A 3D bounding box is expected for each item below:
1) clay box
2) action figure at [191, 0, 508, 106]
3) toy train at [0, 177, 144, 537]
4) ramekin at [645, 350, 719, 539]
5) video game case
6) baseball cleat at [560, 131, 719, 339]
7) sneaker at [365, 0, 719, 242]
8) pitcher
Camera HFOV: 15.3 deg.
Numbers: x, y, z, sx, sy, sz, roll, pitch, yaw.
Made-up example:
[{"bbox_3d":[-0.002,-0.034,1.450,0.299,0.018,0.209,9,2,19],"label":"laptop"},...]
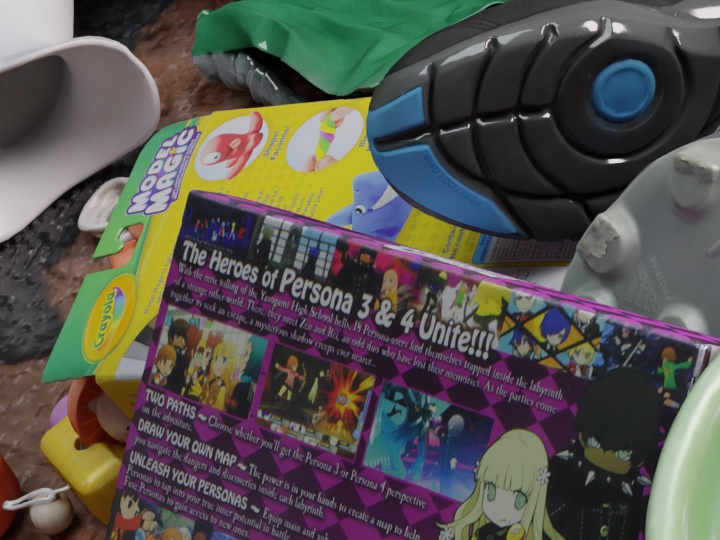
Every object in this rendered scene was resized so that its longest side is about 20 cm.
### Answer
[{"bbox_3d":[0.000,0.000,0.863,0.199,0.048,0.115,-3,51,35],"label":"clay box"},{"bbox_3d":[-0.004,-0.084,0.991,0.118,0.055,0.200,-24,18,-30],"label":"action figure"},{"bbox_3d":[-0.107,0.026,0.952,0.149,0.056,0.201,6,52,36],"label":"toy train"},{"bbox_3d":[0.173,0.088,0.651,0.199,0.098,0.201,-7,47,8],"label":"ramekin"},{"bbox_3d":[0.006,0.085,0.757,0.199,0.036,0.183,16,95,42],"label":"video game case"},{"bbox_3d":[0.148,-0.022,0.736,0.200,0.106,0.070,-35,64,35],"label":"baseball cleat"},{"bbox_3d":[0.091,-0.067,0.799,0.199,0.074,0.082,-16,35,-13],"label":"sneaker"},{"bbox_3d":[-0.186,-0.086,1.088,0.171,0.121,0.200,-42,49,10],"label":"pitcher"}]
